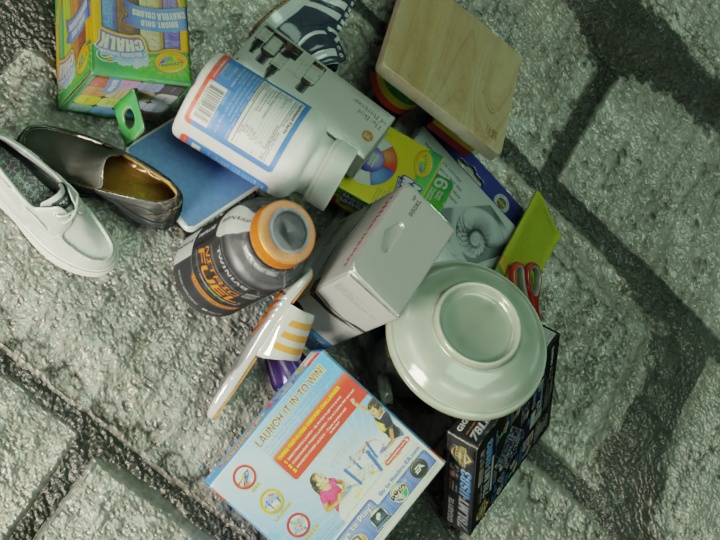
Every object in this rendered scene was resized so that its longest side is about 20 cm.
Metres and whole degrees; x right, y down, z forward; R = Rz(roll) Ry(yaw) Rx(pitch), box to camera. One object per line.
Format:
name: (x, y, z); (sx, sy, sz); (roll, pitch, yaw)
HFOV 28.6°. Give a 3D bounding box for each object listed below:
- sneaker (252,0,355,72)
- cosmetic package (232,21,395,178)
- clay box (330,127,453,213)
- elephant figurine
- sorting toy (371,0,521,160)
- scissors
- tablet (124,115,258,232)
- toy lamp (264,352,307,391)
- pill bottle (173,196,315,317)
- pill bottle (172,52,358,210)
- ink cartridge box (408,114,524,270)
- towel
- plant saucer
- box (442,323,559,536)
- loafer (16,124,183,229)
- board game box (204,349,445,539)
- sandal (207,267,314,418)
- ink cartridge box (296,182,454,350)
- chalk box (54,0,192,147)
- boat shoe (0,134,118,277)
sneaker: (-0.035, -0.317, 1.794); (0.200, 0.070, 0.109); (-40, 94, -26)
cosmetic package: (-0.062, -0.207, 1.705); (0.199, 0.051, 0.083); (36, 59, 0)
clay box: (0.015, -0.124, 1.750); (0.198, 0.048, 0.116); (28, 62, 2)
elephant figurine: (0.099, 0.117, 1.735); (0.200, 0.141, 0.156); (39, 88, -34)
sorting toy: (0.103, -0.257, 1.843); (0.198, 0.069, 0.201); (35, 46, -20)
scissors: (0.226, 0.084, 1.847); (0.073, 0.014, 0.203); (-20, 104, -53)
tablet: (-0.167, -0.142, 1.676); (0.199, 0.014, 0.130); (-36, 81, -28)
toy lamp: (-0.052, 0.174, 1.661); (0.058, 0.058, 0.202); (-31, 97, -33)
pill bottle: (-0.126, -0.019, 1.580); (0.105, 0.199, 0.108); (9, 72, -29)
pill bottle: (-0.107, -0.154, 1.630); (0.199, 0.112, 0.113); (32, 62, -3)
ink cartridge box: (0.117, -0.085, 1.843); (0.200, 0.040, 0.201); (45, 58, -13)
towel: (0.213, -0.007, 1.857); (0.201, 0.018, 0.087); (-59, 136, -35)
plant saucer: (0.129, 0.070, 1.625); (0.198, 0.050, 0.202); (8, 61, -15)
box: (0.171, 0.192, 1.719); (0.049, 0.201, 0.199); (27, 56, 23)
loafer: (-0.286, -0.115, 1.572); (0.198, 0.072, 0.074); (21, 70, -10)
board game box: (-0.040, 0.229, 1.604); (0.196, 0.056, 0.200); (43, 80, -9)
sandal: (-0.099, 0.091, 1.600); (0.059, 0.079, 0.208); (33, 100, -7)
ink cartridge box: (0.000, 0.000, 1.652); (0.084, 0.199, 0.145); (41, 60, -14)
chalk box: (-0.271, -0.245, 1.599); (0.123, 0.124, 0.203); (4, 73, -30)
boat shoe: (-0.338, -0.073, 1.543); (0.200, 0.068, 0.072); (48, 58, -11)
